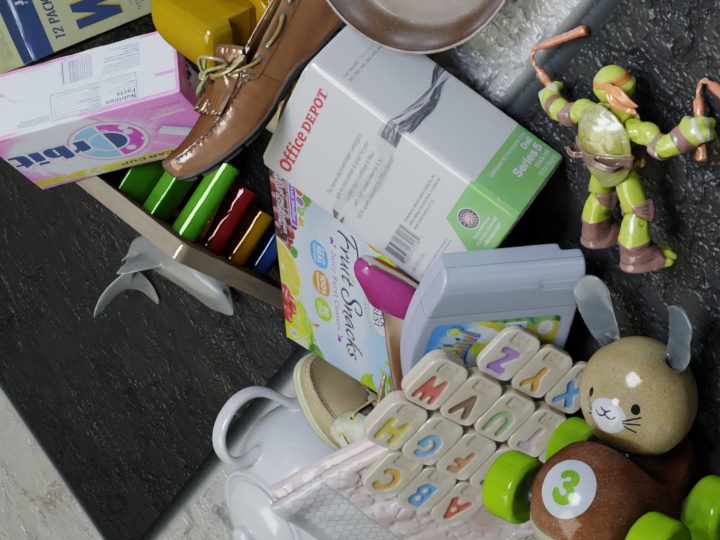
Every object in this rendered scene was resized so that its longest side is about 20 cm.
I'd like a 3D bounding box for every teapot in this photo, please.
[{"bbox_3d":[-0.072,0.236,1.742,0.200,0.146,0.198,50,146,17],"label":"teapot"}]

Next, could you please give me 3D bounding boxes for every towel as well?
[{"bbox_3d":[0.049,0.204,1.486,0.190,0.032,0.200,-28,135,22],"label":"towel"}]

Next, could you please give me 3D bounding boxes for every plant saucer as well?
[{"bbox_3d":[0.042,-0.263,1.260,0.199,0.032,0.201,14,114,33],"label":"plant saucer"}]

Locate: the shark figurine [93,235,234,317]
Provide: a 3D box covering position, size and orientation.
[{"bbox_3d":[-0.232,-0.004,1.825,0.214,0.089,0.129,0,113,51],"label":"shark figurine"}]

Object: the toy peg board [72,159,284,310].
[{"bbox_3d":[-0.158,-0.072,1.634,0.200,0.098,0.199,36,-175,32],"label":"toy peg board"}]

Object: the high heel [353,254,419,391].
[{"bbox_3d":[0.033,0.061,1.423,0.067,0.096,0.200,36,177,43],"label":"high heel"}]

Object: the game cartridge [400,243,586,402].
[{"bbox_3d":[0.100,0.054,1.368,0.200,0.133,0.041,97,168,-53],"label":"game cartridge"}]

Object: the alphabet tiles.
[{"bbox_3d":[0.101,0.133,1.390,0.196,0.200,0.015,-47,38,21],"label":"alphabet tiles"}]

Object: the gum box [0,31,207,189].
[{"bbox_3d":[-0.223,-0.144,1.517,0.114,0.199,0.066,47,-147,-64],"label":"gum box"}]

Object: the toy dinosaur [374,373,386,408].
[{"bbox_3d":[-0.002,0.188,1.565,0.106,0.060,0.200,51,145,6],"label":"toy dinosaur"}]

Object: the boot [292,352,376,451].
[{"bbox_3d":[0.031,0.145,1.601,0.200,0.072,0.155,54,148,-1],"label":"boot"}]

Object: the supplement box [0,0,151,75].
[{"bbox_3d":[-0.291,-0.272,1.587,0.199,0.200,0.135,-8,108,56],"label":"supplement box"}]

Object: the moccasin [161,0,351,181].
[{"bbox_3d":[-0.090,-0.157,1.328,0.078,0.202,0.074,39,-178,-18],"label":"moccasin"}]

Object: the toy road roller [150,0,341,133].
[{"bbox_3d":[-0.097,-0.193,1.434,0.123,0.146,0.201,38,142,35],"label":"toy road roller"}]

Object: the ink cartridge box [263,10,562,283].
[{"bbox_3d":[0.038,-0.088,1.352,0.200,0.084,0.146,38,144,4],"label":"ink cartridge box"}]

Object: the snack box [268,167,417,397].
[{"bbox_3d":[0.000,0.000,1.532,0.168,0.068,0.201,30,138,38],"label":"snack box"}]

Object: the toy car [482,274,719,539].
[{"bbox_3d":[0.200,0.110,1.291,0.164,0.157,0.201,21,119,39],"label":"toy car"}]

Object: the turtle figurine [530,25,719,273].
[{"bbox_3d":[0.190,-0.080,1.214,0.200,0.064,0.162,22,131,44],"label":"turtle figurine"}]
